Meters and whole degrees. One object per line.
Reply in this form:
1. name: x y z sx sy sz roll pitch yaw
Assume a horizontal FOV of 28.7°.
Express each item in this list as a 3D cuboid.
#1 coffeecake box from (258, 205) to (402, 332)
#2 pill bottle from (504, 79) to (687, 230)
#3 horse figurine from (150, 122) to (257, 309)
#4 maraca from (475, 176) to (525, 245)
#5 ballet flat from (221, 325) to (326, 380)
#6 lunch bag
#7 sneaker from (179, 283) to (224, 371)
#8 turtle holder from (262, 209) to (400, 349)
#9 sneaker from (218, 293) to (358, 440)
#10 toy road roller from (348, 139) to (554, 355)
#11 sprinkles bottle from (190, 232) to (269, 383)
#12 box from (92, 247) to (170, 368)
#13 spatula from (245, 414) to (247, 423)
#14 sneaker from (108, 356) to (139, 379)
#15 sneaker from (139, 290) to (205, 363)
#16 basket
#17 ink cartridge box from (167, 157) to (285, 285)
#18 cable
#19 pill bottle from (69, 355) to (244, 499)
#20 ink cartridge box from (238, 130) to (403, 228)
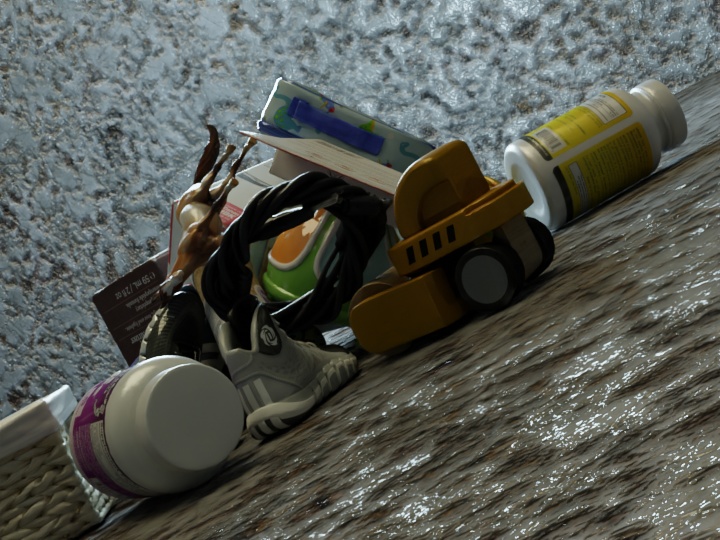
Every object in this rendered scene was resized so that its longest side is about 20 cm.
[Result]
1. coffeecake box: -0.030 -0.015 1.640 0.199 0.073 0.155 -11 -59 -59
2. pill bottle: 0.276 -0.140 1.638 0.199 0.113 0.112 -29 3 -11
3. horse figurine: -0.155 -0.062 1.432 0.133 0.050 0.201 -48 28 30
4. maraca: 0.120 -0.053 1.570 0.135 0.108 0.200 4 5 13
5. ballet flat: -0.119 0.122 1.503 0.199 0.075 0.074 -30 2 31
6. lunch bag: -0.013 -0.145 1.606 0.083 0.198 0.161 -66 -12 1
7. sneaker: -0.187 0.100 1.466 0.075 0.084 0.201 -25 37 33
8. turtle holder: -0.005 0.001 1.468 0.141 0.184 0.133 -46 -26 -77
9. sneaker: -0.069 0.068 1.275 0.075 0.116 0.200 -27 3 18
10. toy road roller: 0.067 -0.026 1.275 0.199 0.147 0.123 -27 2 30
11. sprinkles bottle: -0.121 0.046 1.423 0.068 0.069 0.201 -28 43 0
12. box: -0.194 0.064 1.757 0.164 0.201 0.165 -30 2 -43
13. spatula: -0.127 0.150 1.360 0.056 0.021 0.200 -23 2 9
14. sneaker: -0.231 0.132 1.534 0.201 0.080 0.147 -56 -1 -33
15. sneaker: -0.181 0.116 1.373 0.090 0.066 0.202 -3 63 47
16. basket: -0.335 0.211 1.295 0.199 0.124 0.136 -30 3 -1
17. ink cartridge box: -0.127 -0.032 1.625 0.083 0.146 0.199 24 32 27
18. cable: -0.064 -0.003 1.271 0.162 0.051 0.201 1 -42 -40
19. pill bottle: -0.169 0.131 1.177 0.112 0.113 0.200 -30 3 -28
20. ink cartridge box: -0.006 -0.085 1.419 0.176 0.199 0.045 -4 -65 -63
